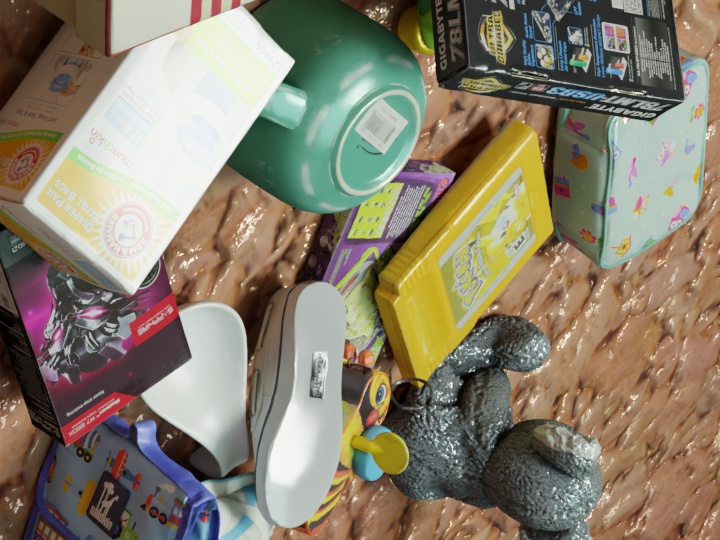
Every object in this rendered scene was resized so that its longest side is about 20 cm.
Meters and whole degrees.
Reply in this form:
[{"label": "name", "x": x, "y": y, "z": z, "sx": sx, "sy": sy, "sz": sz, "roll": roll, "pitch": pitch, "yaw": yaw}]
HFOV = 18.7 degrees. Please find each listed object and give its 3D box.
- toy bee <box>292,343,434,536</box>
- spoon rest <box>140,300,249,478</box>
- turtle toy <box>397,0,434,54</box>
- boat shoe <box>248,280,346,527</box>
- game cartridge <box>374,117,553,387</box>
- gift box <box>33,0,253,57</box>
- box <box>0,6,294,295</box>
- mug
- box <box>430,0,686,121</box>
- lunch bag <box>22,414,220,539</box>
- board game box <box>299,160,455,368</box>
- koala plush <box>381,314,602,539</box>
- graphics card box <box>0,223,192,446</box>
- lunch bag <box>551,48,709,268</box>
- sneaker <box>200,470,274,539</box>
[{"label": "toy bee", "x": -0.017, "y": 0.119, "z": 1.832, "sx": 0.200, "sy": 0.131, "sz": 0.109, "roll": -75, "pitch": 162, "yaw": -48}, {"label": "spoon rest", "x": -0.124, "y": 0.100, "z": 1.744, "sx": 0.099, "sy": 0.061, "sz": 0.200, "roll": -34, "pitch": 142, "yaw": -17}, {"label": "turtle toy", "x": 0.123, "y": -0.234, "z": 1.725, "sx": 0.200, "sy": 0.146, "sz": 0.101, "roll": -27, "pitch": 115, "yaw": -37}, {"label": "boat shoe", "x": -0.060, "y": 0.107, "z": 1.769, "sx": 0.072, "sy": 0.066, "sz": 0.200, "roll": 10, "pitch": 80, "yaw": -37}, {"label": "game cartridge", "x": 0.093, "y": -0.012, "z": 1.918, "sx": 0.200, "sy": 0.032, "sz": 0.176, "roll": -51, "pitch": 154, "yaw": -18}, {"label": "gift box", "x": -0.137, "y": -0.257, "z": 1.322, "sx": 0.184, "sy": 0.187, "sz": 0.200, "roll": -31, "pitch": 140, "yaw": -33}, {"label": "box", "x": -0.157, "y": -0.099, "z": 1.455, "sx": 0.112, "sy": 0.101, "sz": 0.200, "roll": 44, "pitch": 73, "yaw": -35}, {"label": "mug", "x": -0.036, "y": -0.114, "z": 1.630, "sx": 0.185, "sy": 0.114, "sz": 0.152, "roll": -28, "pitch": 137, "yaw": -36}, {"label": "box", "x": 0.142, "y": -0.221, "z": 1.629, "sx": 0.198, "sy": 0.050, "sz": 0.200, "roll": 5, "pitch": 71, "yaw": -30}, {"label": "lunch bag", "x": -0.178, "y": 0.200, "z": 1.684, "sx": 0.094, "sy": 0.151, "sz": 0.200, "roll": -15, "pitch": 129, "yaw": -44}, {"label": "board game box", "x": 0.000, "y": 0.000, "z": 1.848, "sx": 0.120, "sy": 0.032, "sz": 0.200, "roll": 2, "pitch": 117, "yaw": -47}, {"label": "koala plush", "x": 0.139, "y": 0.173, "z": 2.010, "sx": 0.184, "sy": 0.200, "sz": 0.177, "roll": -25, "pitch": 136, "yaw": -37}, {"label": "graphics card box", "x": -0.201, "y": 0.014, "z": 1.569, "sx": 0.125, "sy": 0.051, "sz": 0.200, "roll": -34, "pitch": 131, "yaw": -27}, {"label": "lunch bag", "x": 0.252, "y": -0.109, "z": 2.026, "sx": 0.160, "sy": 0.077, "sz": 0.200, "roll": -34, "pitch": 141, "yaw": -31}, {"label": "sneaker", "x": -0.109, "y": 0.213, "z": 1.807, "sx": 0.076, "sy": 0.081, "sz": 0.200, "roll": -23, "pitch": 172, "yaw": 23}]
